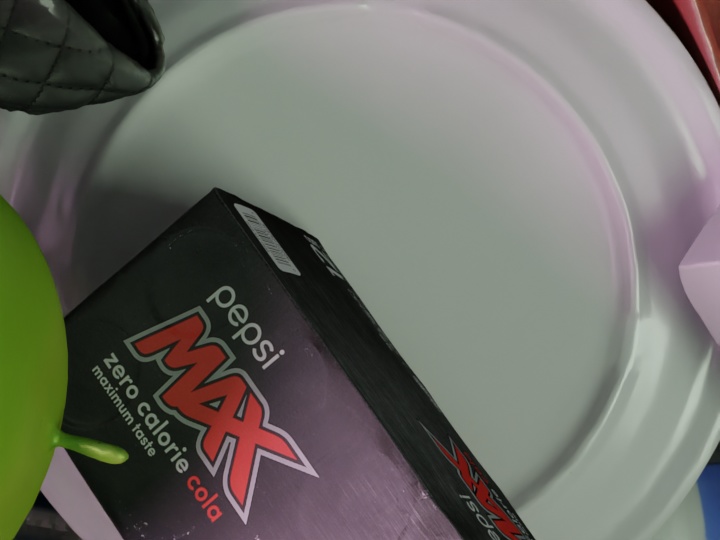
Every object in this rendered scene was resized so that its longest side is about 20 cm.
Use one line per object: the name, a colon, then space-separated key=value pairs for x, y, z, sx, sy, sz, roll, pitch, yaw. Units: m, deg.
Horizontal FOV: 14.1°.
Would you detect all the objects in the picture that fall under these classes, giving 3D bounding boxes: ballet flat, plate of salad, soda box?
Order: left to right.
ballet flat: x=-0.085 y=-0.125 z=0.651 sx=0.057 sy=0.066 sz=0.200 roll=0 pitch=128 yaw=12
plate of salad: x=0.000 y=0.000 z=0.740 sx=0.200 sy=0.048 sz=0.200 roll=1 pitch=101 yaw=5
soda box: x=0.007 y=0.080 z=0.656 sx=0.071 sy=0.200 sz=0.063 roll=-41 pitch=157 yaw=10

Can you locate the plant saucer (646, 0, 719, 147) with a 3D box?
plant saucer: x=0.133 y=-0.106 z=0.787 sx=0.200 sy=0.037 sz=0.200 roll=-32 pitch=108 yaw=-40

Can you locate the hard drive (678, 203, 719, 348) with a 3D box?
hard drive: x=0.165 y=-0.019 z=0.768 sx=0.132 sy=0.026 sz=0.200 roll=55 pitch=53 yaw=-25

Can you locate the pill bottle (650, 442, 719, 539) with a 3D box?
pill bottle: x=0.091 y=0.078 z=0.845 sx=0.200 sy=0.114 sz=0.114 roll=0 pitch=110 yaw=-37

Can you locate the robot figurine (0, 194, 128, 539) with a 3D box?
robot figurine: x=-0.152 y=0.011 z=0.614 sx=0.200 sy=0.175 sz=0.116 roll=21 pitch=76 yaw=-19
